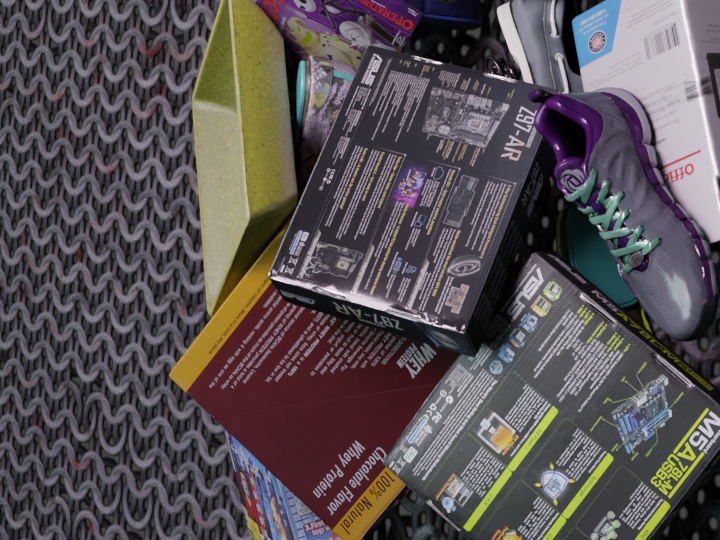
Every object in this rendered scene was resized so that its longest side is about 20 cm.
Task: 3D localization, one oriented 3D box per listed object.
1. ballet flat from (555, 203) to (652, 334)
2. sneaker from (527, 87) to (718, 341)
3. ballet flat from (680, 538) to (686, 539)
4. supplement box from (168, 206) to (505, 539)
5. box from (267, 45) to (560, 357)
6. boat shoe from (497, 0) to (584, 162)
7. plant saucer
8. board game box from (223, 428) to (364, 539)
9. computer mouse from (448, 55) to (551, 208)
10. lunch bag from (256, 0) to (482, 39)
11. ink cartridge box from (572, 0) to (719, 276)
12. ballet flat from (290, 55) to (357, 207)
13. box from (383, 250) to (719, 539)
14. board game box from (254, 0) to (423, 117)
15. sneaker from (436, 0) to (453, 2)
[{"bbox_3d":[0.183,0.046,1.636,0.067,0.066,0.201,-53,51,45],"label":"ballet flat"},{"bbox_3d":[0.174,-0.038,1.518,0.074,0.087,0.201,-48,53,41],"label":"sneaker"},{"bbox_3d":[0.196,0.271,1.615,0.200,0.070,0.071,-48,53,41],"label":"ballet flat"},{"bbox_3d":[-0.002,0.065,1.725,0.200,0.133,0.198,42,114,6],"label":"supplement box"},{"bbox_3d":[0.044,-0.054,1.594,0.159,0.044,0.201,15,70,22],"label":"box"},{"bbox_3d":[0.162,-0.132,1.661,0.061,0.073,0.201,-26,59,12],"label":"boat shoe"},{"bbox_3d":[-0.089,-0.091,1.718,0.200,0.047,0.202,118,149,-65],"label":"plant saucer"},{"bbox_3d":[-0.068,0.152,1.905,0.200,0.061,0.202,-156,52,-70],"label":"board game box"},{"bbox_3d":[0.088,-0.102,1.761,0.199,0.046,0.142,-1,109,57],"label":"computer mouse"},{"bbox_3d":[0.004,-0.245,1.769,0.135,0.199,0.134,-1,91,46],"label":"lunch bag"},{"bbox_3d":[0.227,-0.104,1.577,0.115,0.066,0.202,-24,70,50],"label":"ink cartridge box"},{"bbox_3d":[-0.031,-0.100,1.736,0.201,0.071,0.073,115,142,-61],"label":"ballet flat"},{"bbox_3d":[0.145,0.122,1.575,0.193,0.047,0.201,39,106,14],"label":"box"},{"bbox_3d":[-0.032,-0.174,1.713,0.032,0.120,0.200,-56,0,-26],"label":"board game box"},{"bbox_3d":[0.133,-0.240,1.664,0.199,0.080,0.075,-15,79,33],"label":"sneaker"}]
